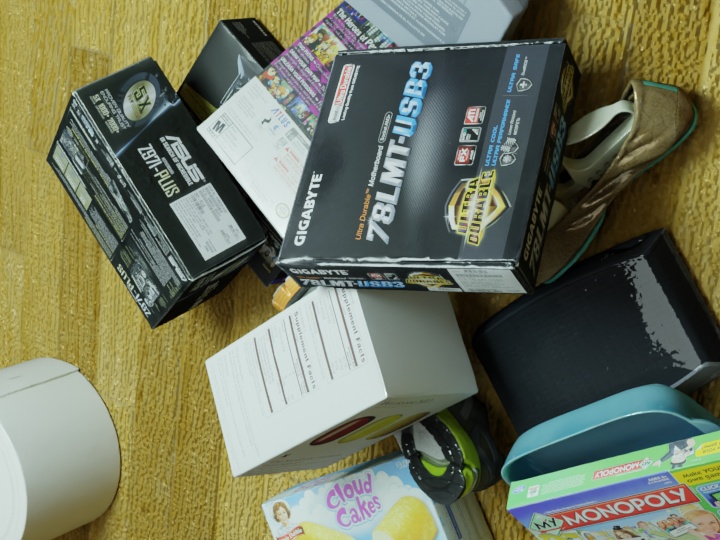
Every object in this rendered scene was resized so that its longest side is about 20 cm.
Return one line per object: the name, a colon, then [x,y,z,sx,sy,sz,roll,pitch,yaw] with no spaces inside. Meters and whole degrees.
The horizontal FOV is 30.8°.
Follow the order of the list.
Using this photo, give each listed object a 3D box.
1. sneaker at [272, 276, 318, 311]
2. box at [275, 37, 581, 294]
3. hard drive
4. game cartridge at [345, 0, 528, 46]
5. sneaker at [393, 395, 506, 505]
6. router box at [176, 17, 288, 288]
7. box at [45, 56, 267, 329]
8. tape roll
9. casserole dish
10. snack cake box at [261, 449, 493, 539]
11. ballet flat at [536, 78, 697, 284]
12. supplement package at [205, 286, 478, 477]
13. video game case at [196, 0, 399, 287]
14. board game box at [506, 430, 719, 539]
sneaker: [0.000,0.000,1.166,0.077,0.078,0.200,54,135,12]
box: [0.052,-0.081,0.996,0.198,0.050,0.200,3,63,27]
hard drive: [0.187,0.064,1.058,0.200,0.042,0.135,-31,82,37]
game cartridge: [0.041,-0.241,1.048,0.200,0.040,0.133,42,153,8]
sneaker: [0.062,0.118,1.147,0.074,0.081,0.200,-49,52,31]
router box: [-0.093,-0.110,1.217,0.200,0.052,0.157,50,125,16]
box: [-0.192,-0.067,1.208,0.200,0.086,0.164,57,152,5]
tape roll: [-0.387,0.210,1.457,0.202,0.139,0.203,10,107,35]
casserole dish: [0.204,0.143,1.031,0.121,0.039,0.200,34,136,-28]
snack cake box: [0.013,0.236,1.211,0.200,0.067,0.115,-26,86,38]
ballet flat: [0.172,-0.073,1.012,0.200,0.072,0.068,-49,28,33]
supplement package: [-0.020,0.088,1.093,0.200,0.114,0.110,-33,66,41]
video game case: [-0.016,-0.108,1.101,0.181,0.036,0.200,-41,64,3]
board game box: [0.233,0.192,1.016,0.200,0.029,0.135,-22,126,38]
